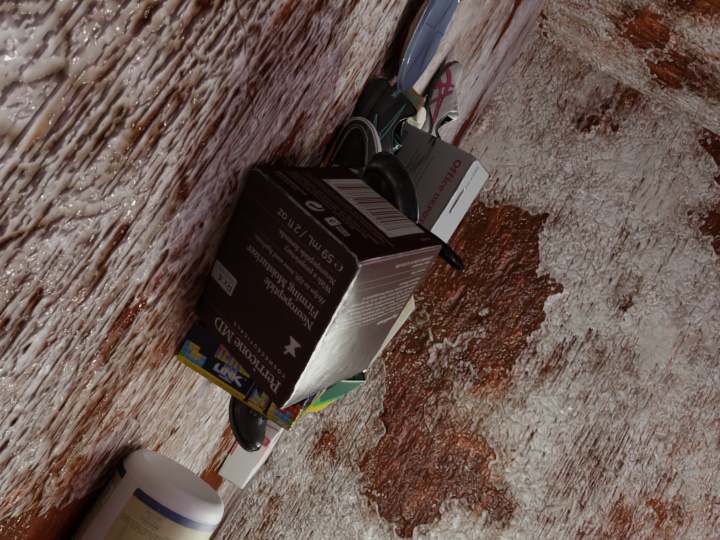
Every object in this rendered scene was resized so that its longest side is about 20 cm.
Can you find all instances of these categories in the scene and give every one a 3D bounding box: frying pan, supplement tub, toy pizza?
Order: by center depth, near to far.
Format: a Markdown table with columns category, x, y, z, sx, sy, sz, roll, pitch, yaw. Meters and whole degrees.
| category | x | y | z | sx | sy | sz | roll | pitch | yaw |
| --- | --- | --- | --- | --- | --- | --- | --- | --- | --- |
| frying pan | 0.049 | -0.056 | 0.701 | 0.031 | 0.191 | 0.115 | -18 | 162 | -25 |
| supplement tub | -0.279 | 0.343 | 0.709 | 0.201 | 0.144 | 0.144 | -57 | 174 | -13 |
| toy pizza | 0.098 | -0.362 | 0.850 | 0.201 | 0.032 | 0.200 | -59 | 174 | -9 |

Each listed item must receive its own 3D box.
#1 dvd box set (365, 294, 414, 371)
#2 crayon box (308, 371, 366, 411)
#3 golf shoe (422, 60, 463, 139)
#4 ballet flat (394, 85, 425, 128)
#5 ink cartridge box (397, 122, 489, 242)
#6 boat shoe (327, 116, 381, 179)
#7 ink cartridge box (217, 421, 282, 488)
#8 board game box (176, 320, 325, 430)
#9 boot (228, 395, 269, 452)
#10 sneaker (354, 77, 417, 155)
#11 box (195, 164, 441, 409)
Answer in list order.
| category | x | y | z | sx | sy | sz | roll | pitch | yaw |
| --- | --- | --- | --- | --- | --- | --- | --- | --- | --- |
| dvd box set | 0.021 | 0.042 | 0.853 | 0.146 | 0.029 | 0.201 | -50 | 147 | -25 |
| crayon box | -0.072 | 0.123 | 0.998 | 0.172 | 0.058 | 0.201 | -41 | -129 | 46 |
| golf shoe | 0.178 | -0.360 | 1.243 | 0.201 | 0.092 | 0.073 | -59 | 173 | -11 |
| ballet flat | 0.085 | -0.274 | 1.035 | 0.069 | 0.063 | 0.200 | -59 | 174 | 3 |
| ink cartridge box | 0.086 | -0.149 | 0.943 | 0.146 | 0.200 | 0.083 | -58 | 149 | 7 |
| boat shoe | -0.016 | -0.113 | 0.775 | 0.064 | 0.070 | 0.201 | 20 | 78 | -78 |
| ink cartridge box | -0.299 | 0.496 | 1.620 | 0.146 | 0.085 | 0.200 | -59 | 176 | 8 |
| board game box | -0.124 | 0.120 | 0.772 | 0.057 | 0.165 | 0.200 | -59 | 174 | 6 |
| boot | -0.121 | 0.183 | 0.913 | 0.069 | 0.173 | 0.201 | 22 | 62 | -54 |
| sneaker | 0.011 | -0.175 | 0.845 | 0.201 | 0.079 | 0.075 | -61 | 174 | 33 |
| box | -0.049 | 0.010 | 0.650 | 0.164 | 0.166 | 0.201 | -13 | 138 | -54 |
